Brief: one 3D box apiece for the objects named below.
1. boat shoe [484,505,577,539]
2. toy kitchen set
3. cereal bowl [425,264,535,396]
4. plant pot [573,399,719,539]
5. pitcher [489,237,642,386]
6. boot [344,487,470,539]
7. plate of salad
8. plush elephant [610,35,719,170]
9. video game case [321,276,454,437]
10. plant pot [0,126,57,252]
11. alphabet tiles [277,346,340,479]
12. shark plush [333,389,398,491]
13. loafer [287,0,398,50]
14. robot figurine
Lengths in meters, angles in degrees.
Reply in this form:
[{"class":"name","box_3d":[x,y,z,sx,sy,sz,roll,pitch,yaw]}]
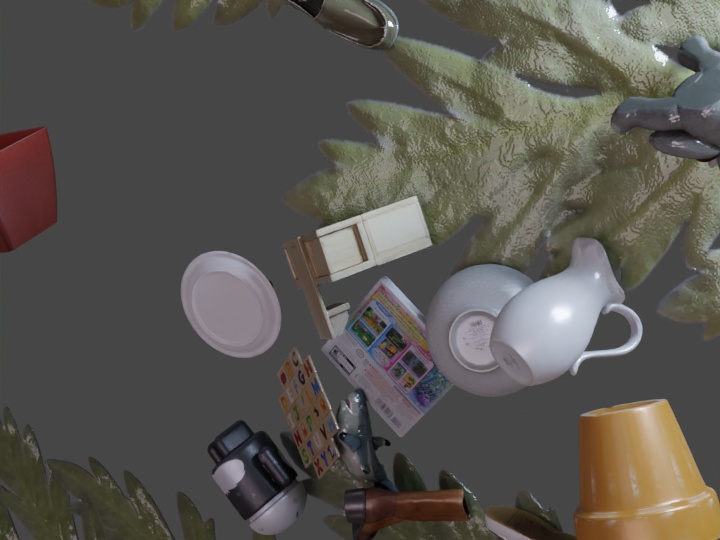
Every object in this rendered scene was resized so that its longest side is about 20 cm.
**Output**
[{"class":"boat shoe","box_3d":[0.278,0.433,1.476,0.198,0.071,0.070,23,113,19]},{"class":"toy kitchen set","box_3d":[0.000,0.000,1.498,0.200,0.178,0.166,-11,99,70]},{"class":"cereal bowl","box_3d":[0.185,0.095,1.407,0.197,0.083,0.204,5,103,22]},{"class":"plant pot","box_3d":[0.383,0.281,1.319,0.198,0.199,0.186,-15,82,30]},{"class":"pitcher","box_3d":[0.286,0.081,1.306,0.172,0.200,0.121,50,160,-3]},{"class":"boot","box_3d":[0.081,0.396,1.567,0.196,0.069,0.189,-4,142,5]},{"class":"plate of salad","box_3d":[-0.221,0.056,1.647,0.197,0.048,0.203,10,118,20]},{"class":"plush elephant","box_3d":[0.446,-0.173,1.176,0.199,0.165,0.155,30,163,52]},{"class":"video game case","box_3d":[0.053,0.141,1.539,0.200,0.024,0.182,46,120,10]},{"class":"plant pot","box_3d":[-0.679,-0.138,1.761,0.197,0.200,0.179,-4,116,29]},{"class":"alphabet tiles","box_3d":[-0.089,0.238,1.590,0.202,0.006,0.167,66,148,23]},{"class":"shark plush","box_3d":[0.019,0.300,1.569,0.201,0.083,0.091,55,157,-5]},{"class":"loafer","box_3d":[-0.036,-0.380,1.405,0.198,0.069,0.076,28,116,19]},{"class":"robot figurine","box_3d":[-0.180,0.364,1.673,0.124,0.150,0.201,-39,83,1]}]
